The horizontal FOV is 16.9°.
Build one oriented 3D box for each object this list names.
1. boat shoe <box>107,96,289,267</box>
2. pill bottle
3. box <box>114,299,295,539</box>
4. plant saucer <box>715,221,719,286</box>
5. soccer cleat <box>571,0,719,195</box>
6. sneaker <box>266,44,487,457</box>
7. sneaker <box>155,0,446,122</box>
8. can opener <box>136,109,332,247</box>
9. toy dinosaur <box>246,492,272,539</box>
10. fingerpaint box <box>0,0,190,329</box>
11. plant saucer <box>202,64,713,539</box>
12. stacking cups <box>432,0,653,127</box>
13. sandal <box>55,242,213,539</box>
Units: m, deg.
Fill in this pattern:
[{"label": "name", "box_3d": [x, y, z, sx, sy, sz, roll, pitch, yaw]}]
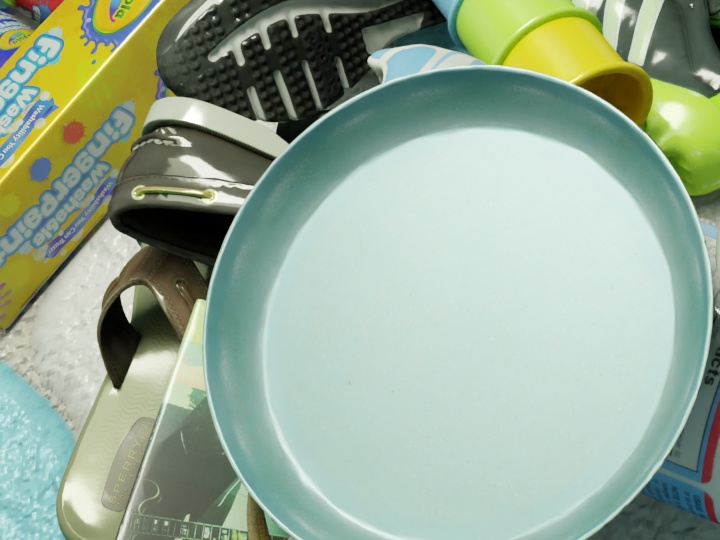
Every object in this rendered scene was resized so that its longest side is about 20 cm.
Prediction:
[{"label": "boat shoe", "box_3d": [-0.012, -0.011, 1.061, 0.200, 0.072, 0.061, 20, 64, 9]}, {"label": "pill bottle", "box_3d": [0.130, 0.037, 0.946, 0.199, 0.109, 0.109, 21, 70, 24]}, {"label": "box", "box_3d": [-0.029, 0.124, 0.984, 0.144, 0.036, 0.201, 18, 63, -3]}, {"label": "plant saucer", "box_3d": [0.230, 0.007, 0.880, 0.199, 0.050, 0.201, 12, 42, -11]}, {"label": "soccer cleat", "box_3d": [0.120, -0.111, 1.098, 0.081, 0.068, 0.200, -32, 54, -8]}, {"label": "sneaker", "box_3d": [0.000, 0.000, 0.991, 0.072, 0.072, 0.201, 14, 72, 32]}, {"label": "sneaker", "box_3d": [-0.025, -0.125, 1.148, 0.080, 0.074, 0.200, 11, 30, 44]}, {"label": "can opener", "box_3d": [-0.015, -0.047, 1.141, 0.199, 0.053, 0.067, -9, 89, 26]}, {"label": "toy dinosaur", "box_3d": [-0.006, 0.176, 0.926, 0.200, 0.058, 0.101, 47, 53, 6]}, {"label": "fingerpaint box", "box_3d": [-0.179, -0.096, 1.240, 0.200, 0.073, 0.167, -49, 49, -8]}, {"label": "plant saucer", "box_3d": [0.037, 0.021, 0.910, 0.199, 0.027, 0.201, -6, 71, 19]}, {"label": "stacking cups", "box_3d": [0.056, -0.127, 1.072, 0.060, 0.061, 0.200, -35, 52, 3]}, {"label": "sandal", "box_3d": [-0.087, 0.033, 1.096, 0.079, 0.057, 0.202, 8, 71, 26]}]
